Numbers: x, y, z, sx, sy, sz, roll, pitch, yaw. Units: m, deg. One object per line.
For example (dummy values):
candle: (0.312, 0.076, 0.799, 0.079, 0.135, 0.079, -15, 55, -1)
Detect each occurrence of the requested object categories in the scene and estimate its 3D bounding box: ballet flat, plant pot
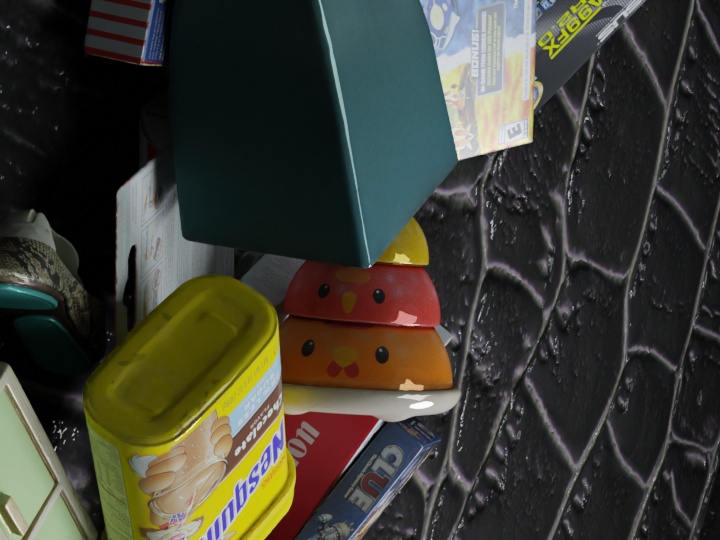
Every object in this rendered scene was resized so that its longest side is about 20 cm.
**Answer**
ballet flat: (-0.206, 0.005, 1.423, 0.200, 0.067, 0.076, 60, 33, -69)
plant pot: (-0.039, -0.130, 1.439, 0.141, 0.141, 0.201, -50, 140, -46)

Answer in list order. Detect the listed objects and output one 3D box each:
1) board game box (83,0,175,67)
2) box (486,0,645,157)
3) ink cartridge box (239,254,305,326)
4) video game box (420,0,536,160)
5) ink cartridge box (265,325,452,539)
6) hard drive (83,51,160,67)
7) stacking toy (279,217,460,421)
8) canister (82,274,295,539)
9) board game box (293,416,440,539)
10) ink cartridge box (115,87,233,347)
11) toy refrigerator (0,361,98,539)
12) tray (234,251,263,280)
board game box: (-0.101, -0.206, 1.478, 0.200, 0.046, 0.152, -2, 104, -67)
box: (0.133, -0.189, 1.718, 0.200, 0.044, 0.160, -45, 157, 5)
ink cartridge box: (-0.087, 0.065, 1.670, 0.200, 0.043, 0.197, -43, 164, -53)
video game box: (0.036, -0.163, 1.582, 0.181, 0.047, 0.201, -14, 126, -17)
ink cartridge box: (-0.039, 0.129, 1.745, 0.200, 0.084, 0.176, -57, 173, 36)
hard drive: (-0.124, -0.236, 1.510, 0.139, 0.033, 0.201, -10, 112, -66)
stacking toy: (0.000, 0.000, 1.568, 0.146, 0.145, 0.201, 1, 92, -67)
canister: (-0.110, 0.114, 1.474, 0.149, 0.086, 0.201, -46, 154, -29)
board game box: (-0.018, 0.201, 1.757, 0.200, 0.035, 0.135, -52, 173, 4)
ink cartridge box: (-0.141, -0.023, 1.532, 0.200, 0.057, 0.163, -43, 141, -57)
toy refrigerator: (-0.230, 0.138, 1.419, 0.200, 0.070, 0.076, 74, 36, -51)
tray: (-0.062, 0.004, 1.780, 0.108, 0.022, 0.200, -63, 164, 24)
